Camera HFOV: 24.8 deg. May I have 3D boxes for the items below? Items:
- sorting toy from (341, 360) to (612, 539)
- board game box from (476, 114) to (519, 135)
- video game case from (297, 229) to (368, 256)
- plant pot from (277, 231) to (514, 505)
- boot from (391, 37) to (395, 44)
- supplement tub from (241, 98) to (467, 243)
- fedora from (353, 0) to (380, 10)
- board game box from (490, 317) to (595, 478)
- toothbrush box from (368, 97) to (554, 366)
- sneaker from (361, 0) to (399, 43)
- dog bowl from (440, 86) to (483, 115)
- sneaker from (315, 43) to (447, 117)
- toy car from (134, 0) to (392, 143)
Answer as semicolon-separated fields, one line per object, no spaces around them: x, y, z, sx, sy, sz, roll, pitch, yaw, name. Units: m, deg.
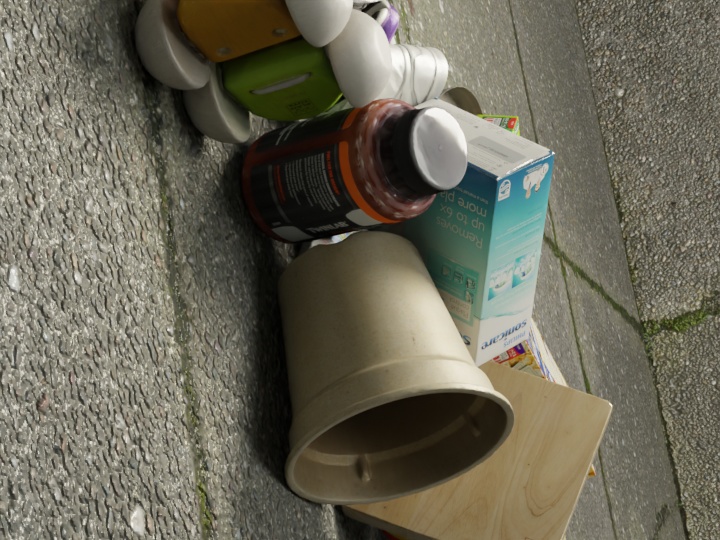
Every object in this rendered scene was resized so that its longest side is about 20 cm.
0.110;0.188;1.537;0.070;0.198;0.200;90;23;-53;sorting toy
0.123;-0.064;1.671;0.200;0.047;0.102;-66;154;-50;board game box
0.000;0.000;1.615;0.143;0.018;0.200;50;27;-19;video game case
0.012;0.075;1.419;0.200;0.200;0.184;48;22;-57;plant pot
-0.018;-0.232;1.731;0.144;0.072;0.200;54;31;-48;boot
-0.004;-0.087;1.408;0.107;0.200;0.107;9;76;-43;supplement tub
-0.061;-0.244;1.508;0.200;0.176;0.091;-102;-156;-72;fedora
0.175;0.106;1.698;0.200;0.046;0.152;60;11;-27;board game box
0.086;-0.035;1.497;0.085;0.146;0.200;-26;133;-39;toothbrush box
0.008;-0.176;1.601;0.081;0.083;0.200;-86;-170;-51;sneaker
0.073;-0.101;1.768;0.200;0.059;0.201;-25;119;-58;dog bowl
-0.012;-0.128;1.522;0.115;0.200;0.074;4;31;-45;sneaker
-0.079;-0.208;1.336;0.200;0.175;0.150;50;29;-54;toy car
